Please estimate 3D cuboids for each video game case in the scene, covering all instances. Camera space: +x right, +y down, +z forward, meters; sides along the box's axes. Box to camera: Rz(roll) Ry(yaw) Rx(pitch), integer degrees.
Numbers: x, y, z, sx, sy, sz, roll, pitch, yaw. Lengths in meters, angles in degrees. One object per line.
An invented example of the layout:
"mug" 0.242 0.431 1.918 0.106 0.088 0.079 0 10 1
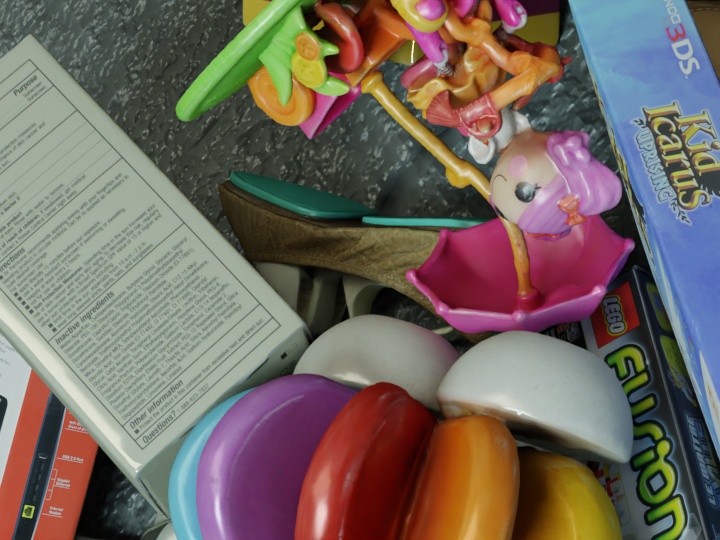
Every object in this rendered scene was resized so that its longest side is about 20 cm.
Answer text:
"video game case" 0.140 0.012 0.891 0.045 0.182 0.201 -19 54 5

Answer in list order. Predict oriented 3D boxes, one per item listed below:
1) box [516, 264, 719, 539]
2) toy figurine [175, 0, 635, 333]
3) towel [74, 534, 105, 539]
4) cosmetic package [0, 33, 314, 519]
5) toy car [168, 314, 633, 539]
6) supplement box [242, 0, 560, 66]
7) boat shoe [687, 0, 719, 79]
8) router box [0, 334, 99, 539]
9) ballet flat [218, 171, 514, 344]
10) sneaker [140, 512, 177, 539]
"box" 0.103 0.110 0.981 0.110 0.035 0.201 -30 52 27
"toy figurine" 0.046 -0.061 0.975 0.150 0.184 0.200 -44 2 -34
"towel" -0.196 0.181 1.168 0.199 0.024 0.152 1 33 41
"cosmetic package" -0.119 0.002 1.057 0.103 0.073 0.200 -40 67 -9
"toy car" 0.003 0.100 0.943 0.199 0.149 0.177 6 76 47
"supplement box" 0.021 -0.208 1.109 0.130 0.103 0.202 20 114 46
"boat shoe" 0.193 -0.062 0.924 0.199 0.066 0.075 29 134 34
"router box" -0.190 0.047 1.209 0.200 0.049 0.181 20 95 59
"ballet flat" 0.000 0.000 1.119 0.199 0.068 0.073 12 97 41
"sneaker" -0.084 0.158 1.081 0.079 0.074 0.201 40 93 8
